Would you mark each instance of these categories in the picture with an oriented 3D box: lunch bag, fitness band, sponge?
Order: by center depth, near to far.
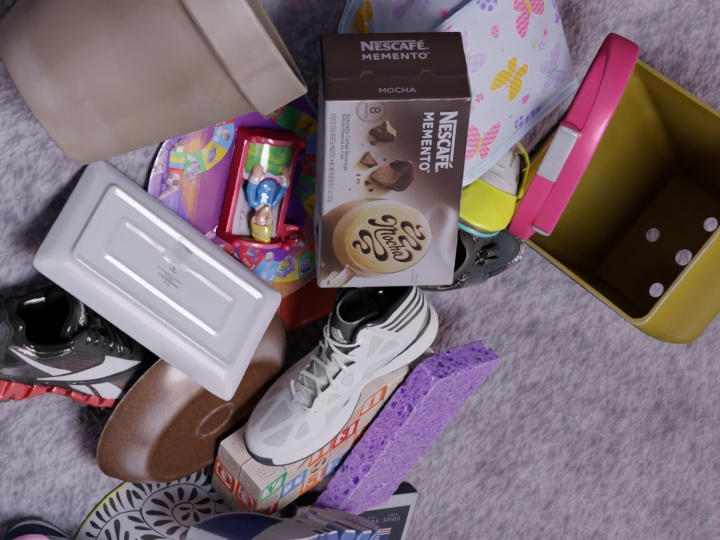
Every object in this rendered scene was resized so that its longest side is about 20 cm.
[{"bbox_3d":[0.066,-0.175,1.519,0.200,0.127,0.170,-44,137,-20],"label":"lunch bag"},{"bbox_3d":[0.183,-0.111,1.571,0.144,0.037,0.201,-59,176,-50],"label":"fitness band"},{"bbox_3d":[0.039,0.150,1.672,0.111,0.030,0.200,-14,146,-56],"label":"sponge"}]

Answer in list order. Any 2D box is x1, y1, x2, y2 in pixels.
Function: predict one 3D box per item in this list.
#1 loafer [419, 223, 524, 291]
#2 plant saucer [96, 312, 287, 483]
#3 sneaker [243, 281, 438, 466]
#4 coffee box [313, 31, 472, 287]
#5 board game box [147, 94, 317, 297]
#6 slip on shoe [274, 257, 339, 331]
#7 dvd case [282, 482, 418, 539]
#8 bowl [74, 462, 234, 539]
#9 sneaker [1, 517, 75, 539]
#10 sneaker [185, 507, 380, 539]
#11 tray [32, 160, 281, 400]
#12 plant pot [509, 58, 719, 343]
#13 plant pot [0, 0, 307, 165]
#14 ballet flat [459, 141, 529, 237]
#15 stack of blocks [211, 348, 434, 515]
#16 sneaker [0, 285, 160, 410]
[{"bbox_3d":[0.064,-0.009,1.580,0.199,0.063,0.072,-3,106,-31],"label":"loafer"},{"bbox_3d":[-0.132,0.116,1.552,0.200,0.037,0.201,-37,156,-19],"label":"plant saucer"},{"bbox_3d":[-0.030,0.070,1.516,0.200,0.076,0.115,-41,151,-6],"label":"sneaker"},{"bbox_3d":[0.022,-0.084,1.437,0.112,0.080,0.201,-1,135,-5],"label":"coffee box"},{"bbox_3d":[-0.076,-0.060,1.513,0.158,0.039,0.201,-40,124,-11],"label":"board game box"},{"bbox_3d":[0.000,0.000,1.618,0.199,0.061,0.075,-26,131,-21],"label":"slip on shoe"},{"bbox_3d":[-0.030,0.306,1.808,0.149,0.025,0.201,-2,118,-37],"label":"dvd case"},{"bbox_3d":[-0.158,0.280,1.645,0.200,0.094,0.202,-19,126,-28],"label":"bowl"},{"bbox_3d":[-0.214,0.276,1.536,0.199,0.082,0.071,22,94,-3],"label":"sneaker"},{"bbox_3d":[-0.064,0.271,1.571,0.199,0.080,0.116,6,96,-50],"label":"sneaker"},{"bbox_3d":[-0.154,0.006,1.453,0.200,0.022,0.108,37,63,-22],"label":"tray"},{"bbox_3d":[0.280,-0.044,1.724,0.200,0.200,0.176,-50,145,-1],"label":"plant pot"},{"bbox_3d":[-0.160,-0.169,1.322,0.173,0.201,0.200,-32,134,5],"label":"plant pot"},{"bbox_3d":[0.114,-0.081,1.595,0.067,0.067,0.200,-62,175,15],"label":"ballet flat"},{"bbox_3d":[-0.034,0.132,1.625,0.199,0.059,0.115,-34,159,-27],"label":"stack of blocks"},{"bbox_3d":[-0.222,0.059,1.463,0.199,0.071,0.098,6,135,-39],"label":"sneaker"}]
